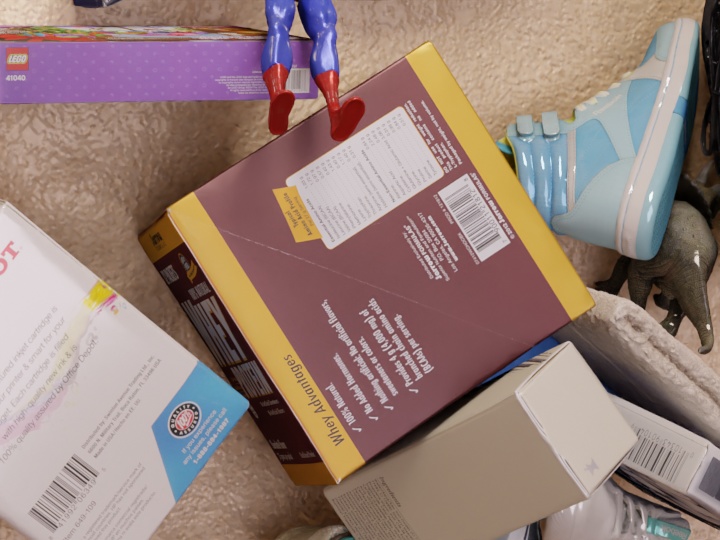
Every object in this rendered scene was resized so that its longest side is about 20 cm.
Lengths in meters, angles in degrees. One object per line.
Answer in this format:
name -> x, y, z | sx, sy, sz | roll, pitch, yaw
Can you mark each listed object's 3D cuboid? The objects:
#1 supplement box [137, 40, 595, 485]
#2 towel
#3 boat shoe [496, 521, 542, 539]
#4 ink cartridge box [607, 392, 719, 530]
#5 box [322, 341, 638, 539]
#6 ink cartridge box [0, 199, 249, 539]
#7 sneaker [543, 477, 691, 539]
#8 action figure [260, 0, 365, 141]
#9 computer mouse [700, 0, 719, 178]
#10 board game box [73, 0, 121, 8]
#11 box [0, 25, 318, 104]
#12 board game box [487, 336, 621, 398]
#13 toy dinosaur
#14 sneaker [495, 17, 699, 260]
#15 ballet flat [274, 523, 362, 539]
supplement box -> 0.000, 0.000, 1.427 | 0.200, 0.133, 0.198 | -33, 93, -14
towel -> 0.199, 0.069, 1.526 | 0.200, 0.132, 0.035 | 41, 79, -28
boat shoe -> 0.095, 0.187, 1.529 | 0.091, 0.071, 0.201 | 3, 91, -60
ink cartridge box -> 0.229, 0.143, 1.516 | 0.200, 0.198, 0.043 | 31, 86, -32
box -> 0.071, 0.122, 1.407 | 0.082, 0.200, 0.068 | 55, 46, -5
ink cartridge box -> -0.204, 0.067, 1.367 | 0.200, 0.146, 0.147 | 42, 80, -24
sneaker -> 0.176, 0.168, 1.521 | 0.088, 0.200, 0.076 | 8, 76, 18
action figure -> -0.030, -0.181, 1.322 | 0.065, 0.200, 0.099 | 6, 136, -19
computer mouse -> 0.255, -0.164, 1.550 | 0.053, 0.200, 0.139 | 11, 121, 15
board game box -> -0.092, -0.278, 1.416 | 0.199, 0.062, 0.201 | -12, 102, -24
box -> -0.142, -0.127, 1.373 | 0.199, 0.137, 0.039 | -3, 100, -24
board game box -> 0.091, 0.076, 1.564 | 0.200, 0.039, 0.159 | 23, 83, -31
toy dinosaur -> 0.213, -0.009, 1.556 | 0.077, 0.200, 0.103 | 19, 114, 0
sneaker -> 0.159, -0.103, 1.549 | 0.080, 0.130, 0.200 | 81, 24, -49
ballet flat -> 0.018, 0.195, 1.530 | 0.200, 0.062, 0.068 | 19, 80, -48
